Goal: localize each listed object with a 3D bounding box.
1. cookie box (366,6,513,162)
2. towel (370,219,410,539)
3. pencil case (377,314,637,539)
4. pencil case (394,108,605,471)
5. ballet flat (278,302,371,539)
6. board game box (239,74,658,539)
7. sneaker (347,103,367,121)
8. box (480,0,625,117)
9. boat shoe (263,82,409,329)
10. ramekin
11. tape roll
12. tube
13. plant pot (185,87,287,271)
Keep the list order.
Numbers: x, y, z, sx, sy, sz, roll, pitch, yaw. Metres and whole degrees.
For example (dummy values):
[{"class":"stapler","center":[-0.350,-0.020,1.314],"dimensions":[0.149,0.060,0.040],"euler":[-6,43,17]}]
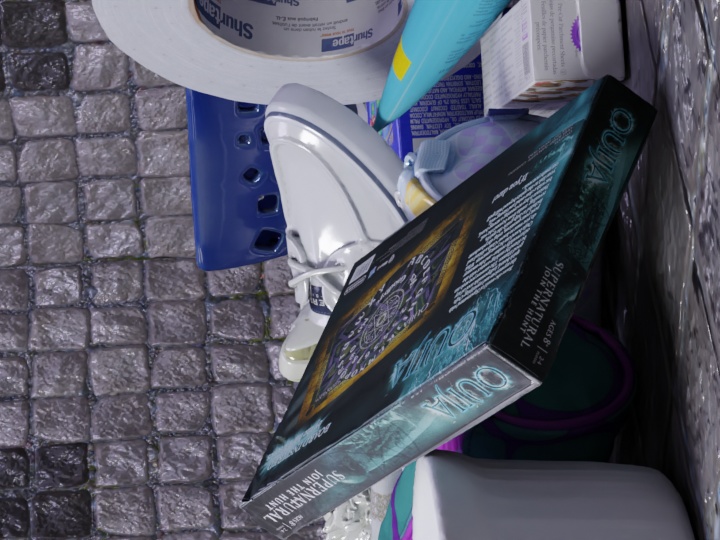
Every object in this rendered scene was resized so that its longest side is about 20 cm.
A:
[{"class":"cookie box","center":[0.049,-0.030,1.553],"dimensions":[0.171,0.075,0.201],"euler":[143,123,-84]},{"class":"towel","center":[0.044,0.045,1.380],"dimensions":[0.149,0.031,0.200],"euler":[-39,-38,-40]},{"class":"pencil case","center":[0.049,0.103,1.222],"dimensions":[0.085,0.092,0.200],"euler":[49,139,31]},{"class":"pencil case","center":[0.062,0.029,1.272],"dimensions":[0.083,0.090,0.200],"euler":[-98,5,-51]},{"class":"ballet flat","center":[-0.009,0.063,1.504],"dimensions":[0.072,0.071,0.201],"euler":[93,169,-60]},{"class":"board game box","center":[0.031,0.018,1.119],"dimensions":[0.200,0.028,0.136],"euler":[-36,23,54]},{"class":"sneaker","center":[0.016,-0.092,2.064],"dimensions":[0.203,0.077,0.147],"euler":[-100,10,-55]},{"class":"box","center":[0.081,-0.093,1.249],"dimensions":[0.200,0.039,0.042],"euler":[149,119,-86]},{"class":"boat shoe","center":[0.000,0.000,1.377],"dimensions":[0.065,0.073,0.200],"euler":[-51,-51,-26]},{"class":"ramekin","center":[0.076,0.166,1.094],"dimensions":[0.200,0.097,0.201],"euler":[178,90,-87]},{"class":"tape roll","center":[-0.029,-0.155,1.384],"dimensions":[0.200,0.200,0.066],"euler":[94,177,-64]},{"class":"tube","center":[0.051,-0.130,1.281],"dimensions":[0.050,0.077,0.200],"euler":[43,151,8]},{"class":"plant pot","center":[-0.055,-0.137,2.365],"dimensions":[0.200,0.179,0.201],"euler":[-99,7,-54]}]
